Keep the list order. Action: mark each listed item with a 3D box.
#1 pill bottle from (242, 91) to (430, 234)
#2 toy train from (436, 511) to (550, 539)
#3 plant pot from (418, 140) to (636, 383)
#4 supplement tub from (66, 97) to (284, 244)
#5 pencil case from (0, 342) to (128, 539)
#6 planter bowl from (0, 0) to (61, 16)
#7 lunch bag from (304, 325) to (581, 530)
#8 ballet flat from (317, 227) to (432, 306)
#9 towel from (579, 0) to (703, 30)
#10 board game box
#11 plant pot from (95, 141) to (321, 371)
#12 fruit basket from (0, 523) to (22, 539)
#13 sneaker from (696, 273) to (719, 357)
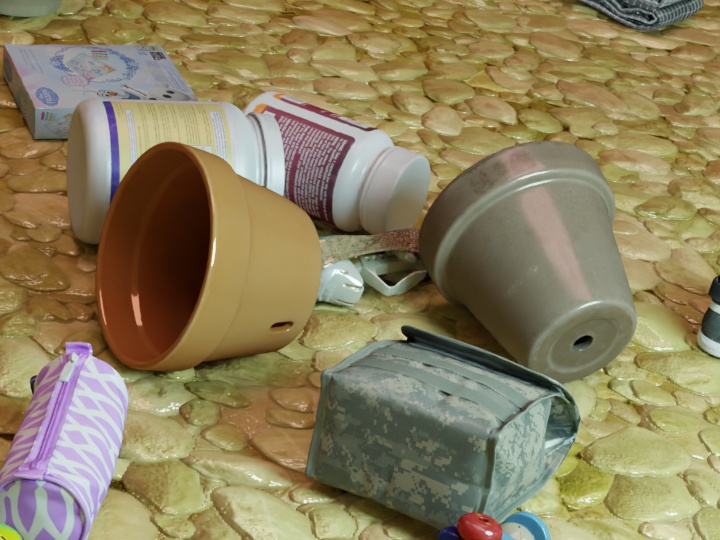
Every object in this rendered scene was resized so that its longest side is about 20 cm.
[{"bbox_3d":[-0.033,-0.110,1.811,0.199,0.115,0.114,23,29,24],"label":"pill bottle"},{"bbox_3d":[0.157,0.242,1.232,0.199,0.085,0.115,24,16,26],"label":"toy train"},{"bbox_3d":[0.176,0.005,1.600,0.199,0.201,0.175,-4,46,-26],"label":"plant pot"},{"bbox_3d":[-0.188,-0.099,1.702,0.198,0.146,0.146,0,28,-19],"label":"supplement tub"},{"bbox_3d":[-0.228,0.136,1.291,0.083,0.086,0.200,6,27,-3],"label":"pencil case"},{"bbox_3d":[-0.457,-0.421,2.258,0.199,0.136,0.201,7,26,-4],"label":"planter bowl"},{"bbox_3d":[0.077,0.122,1.394,0.163,0.118,0.200,20,21,24],"label":"lunch bag"},{"bbox_3d":[0.000,0.000,1.665,0.199,0.071,0.065,-13,48,-32],"label":"ballet flat"},{"bbox_3d":[0.431,-0.451,2.683,0.199,0.086,0.165,27,33,28],"label":"towel"},{"bbox_3d":[-0.309,-0.214,2.003,0.198,0.044,0.200,-1,29,-22],"label":"board game box"},{"bbox_3d":[-0.129,-0.004,1.507,0.139,0.201,0.200,10,21,-37],"label":"plant pot"},{"bbox_3d":[-0.281,0.211,1.078,0.214,0.156,0.216,1,43,-1],"label":"fruit basket"},{"bbox_3d":[0.423,0.013,1.725,0.073,0.113,0.199,27,31,30],"label":"sneaker"}]
